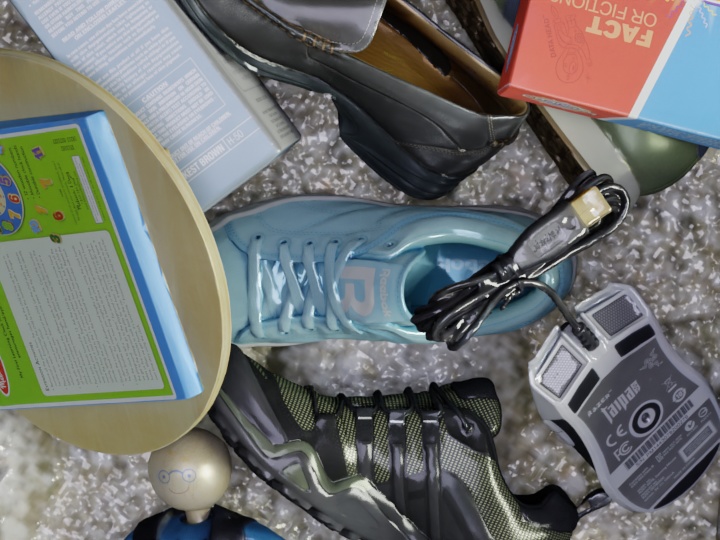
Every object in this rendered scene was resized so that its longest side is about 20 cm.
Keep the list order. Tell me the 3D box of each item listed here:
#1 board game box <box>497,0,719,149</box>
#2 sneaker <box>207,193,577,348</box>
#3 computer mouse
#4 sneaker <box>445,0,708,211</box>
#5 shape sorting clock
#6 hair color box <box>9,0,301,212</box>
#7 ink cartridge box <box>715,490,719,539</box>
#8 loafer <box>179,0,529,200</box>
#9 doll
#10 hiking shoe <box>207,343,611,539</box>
[{"bbox_3d":[0.158,-0.157,1.292,0.153,0.040,0.200,13,87,-3],"label":"board game box"},{"bbox_3d":[0.000,0.000,1.346,0.200,0.082,0.074,-7,94,4],"label":"sneaker"},{"bbox_3d":[0.103,0.041,1.324,0.110,0.044,0.200,-44,135,-8],"label":"computer mouse"},{"bbox_3d":[0.096,-0.126,1.342,0.090,0.067,0.200,-34,89,-6],"label":"sneaker"},{"bbox_3d":[-0.137,-0.007,1.328,0.200,0.039,0.200,17,124,28],"label":"shape sorting clock"},{"bbox_3d":[-0.113,-0.120,1.332,0.061,0.099,0.200,-36,93,7],"label":"hair color box"},{"bbox_3d":[0.211,0.061,1.298,0.075,0.165,0.200,4,95,0],"label":"ink cartridge box"},{"bbox_3d":[-0.008,-0.116,1.312,0.200,0.073,0.072,36,139,-23],"label":"loafer"},{"bbox_3d":[-0.063,0.170,1.374,0.136,0.048,0.200,-6,99,26],"label":"doll"},{"bbox_3d":[0.017,0.082,1.367,0.200,0.076,0.101,36,85,-8],"label":"hiking shoe"}]
